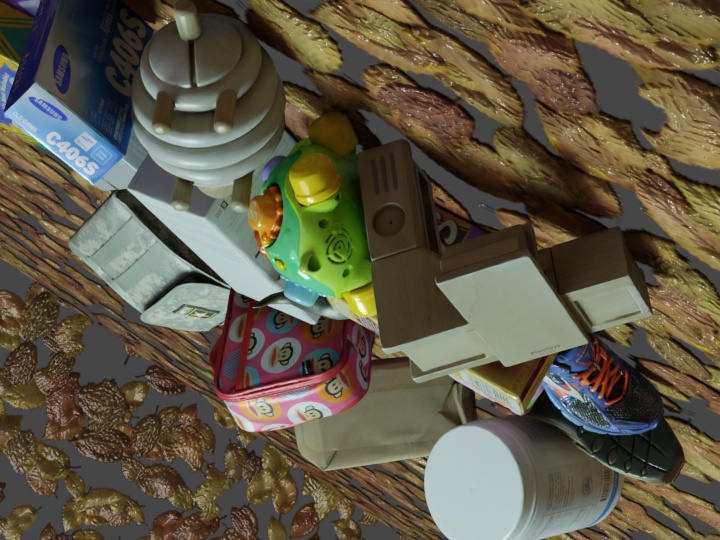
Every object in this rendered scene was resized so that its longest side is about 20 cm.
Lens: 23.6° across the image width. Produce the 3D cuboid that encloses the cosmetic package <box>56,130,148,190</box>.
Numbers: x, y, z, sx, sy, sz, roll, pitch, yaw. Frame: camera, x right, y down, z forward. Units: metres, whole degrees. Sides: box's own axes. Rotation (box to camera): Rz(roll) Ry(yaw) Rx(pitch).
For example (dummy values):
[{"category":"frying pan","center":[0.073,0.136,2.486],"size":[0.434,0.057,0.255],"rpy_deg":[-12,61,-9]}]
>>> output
[{"category":"cosmetic package","center":[-0.247,-0.144,1.728],"size":[0.107,0.091,0.200],"rpy_deg":[40,168,-18]}]

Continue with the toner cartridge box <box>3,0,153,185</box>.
[{"category":"toner cartridge box","center":[-0.226,-0.165,1.406],"size":[0.095,0.043,0.201],"rpy_deg":[39,-151,-25]}]

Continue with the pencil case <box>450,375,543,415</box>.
[{"category":"pencil case","center":[0.096,0.060,1.681],"size":[0.199,0.088,0.088],"rpy_deg":[29,167,15]}]

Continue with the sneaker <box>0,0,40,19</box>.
[{"category":"sneaker","center":[-0.326,-0.246,1.585],"size":[0.199,0.073,0.114],"rpy_deg":[5,149,43]}]

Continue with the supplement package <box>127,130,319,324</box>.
[{"category":"supplement package","center":[-0.101,-0.058,1.621],"size":[0.116,0.118,0.200],"rpy_deg":[20,162,39]}]

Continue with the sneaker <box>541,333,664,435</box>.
[{"category":"sneaker","center":[0.193,0.085,1.561],"size":[0.199,0.076,0.078],"rpy_deg":[32,164,-7]}]

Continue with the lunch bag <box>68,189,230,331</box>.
[{"category":"lunch bag","center":[-0.200,-0.017,1.889],"size":[0.200,0.118,0.164],"rpy_deg":[44,149,-9]}]

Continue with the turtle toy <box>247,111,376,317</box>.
[{"category":"turtle toy","center":[-0.033,-0.050,1.434],"size":[0.100,0.201,0.147],"rpy_deg":[-16,117,19]}]

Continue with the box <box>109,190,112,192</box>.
[{"category":"box","center":[-0.268,-0.109,2.014],"size":[0.118,0.042,0.200],"rpy_deg":[18,163,49]}]

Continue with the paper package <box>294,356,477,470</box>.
[{"category":"paper package","center":[0.025,0.152,1.911],"size":[0.188,0.105,0.200],"rpy_deg":[-7,179,-8]}]

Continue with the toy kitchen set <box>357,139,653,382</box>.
[{"category":"toy kitchen set","center":[0.095,-0.043,1.318],"size":[0.198,0.182,0.163],"rpy_deg":[-17,151,16]}]

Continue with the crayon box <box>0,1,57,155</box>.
[{"category":"crayon box","center":[-0.317,-0.181,1.551],"size":[0.198,0.052,0.126],"rpy_deg":[27,152,2]}]

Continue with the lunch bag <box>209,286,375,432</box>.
[{"category":"lunch bag","center":[-0.073,0.066,1.744],"size":[0.174,0.201,0.082],"rpy_deg":[-15,132,20]}]

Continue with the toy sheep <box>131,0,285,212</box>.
[{"category":"toy sheep","center":[-0.121,-0.133,1.363],"size":[0.137,0.138,0.201],"rpy_deg":[27,147,21]}]

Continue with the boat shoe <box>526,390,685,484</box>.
[{"category":"boat shoe","center":[0.241,0.150,1.709],"size":[0.199,0.076,0.074],"rpy_deg":[33,176,38]}]

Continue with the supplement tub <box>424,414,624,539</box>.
[{"category":"supplement tub","center":[0.173,0.214,1.789],"size":[0.131,0.134,0.199],"rpy_deg":[22,-166,38]}]

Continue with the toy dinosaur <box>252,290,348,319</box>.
[{"category":"toy dinosaur","center":[0.000,0.000,1.568],"size":[0.103,0.198,0.077],"rpy_deg":[61,159,21]}]

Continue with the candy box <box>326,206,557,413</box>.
[{"category":"candy box","center":[0.081,0.023,1.490],"size":[0.198,0.117,0.057],"rpy_deg":[27,167,19]}]
